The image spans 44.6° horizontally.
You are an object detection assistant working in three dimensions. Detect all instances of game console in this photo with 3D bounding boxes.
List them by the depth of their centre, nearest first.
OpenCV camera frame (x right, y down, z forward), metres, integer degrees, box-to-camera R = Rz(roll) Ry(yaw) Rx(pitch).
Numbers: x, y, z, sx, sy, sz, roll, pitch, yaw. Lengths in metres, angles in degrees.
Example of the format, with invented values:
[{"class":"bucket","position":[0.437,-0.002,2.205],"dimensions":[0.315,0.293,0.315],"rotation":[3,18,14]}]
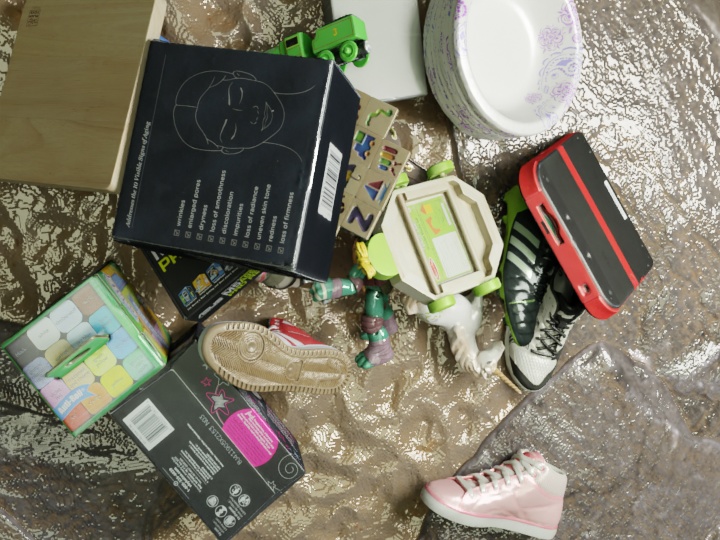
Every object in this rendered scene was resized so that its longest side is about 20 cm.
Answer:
[{"class":"game console","position":[0.272,-0.057,1.051],"dimensions":[0.031,0.176,0.202],"rotation":[-27,94,40]}]

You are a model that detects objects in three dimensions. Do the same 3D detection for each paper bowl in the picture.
[{"class":"paper bowl","position":[0.153,-0.253,1.009],"dimensions":[0.198,0.104,0.205],"rotation":[-3,94,-36]}]

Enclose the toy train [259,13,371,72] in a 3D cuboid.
[{"class":"toy train","position":[-0.077,-0.230,0.979],"dimensions":[0.197,0.042,0.058],"rotation":[-14,83,27]}]

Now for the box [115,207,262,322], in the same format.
[{"class":"box","position":[-0.154,-0.067,0.978],"dimensions":[0.199,0.044,0.161],"rotation":[-38,75,8]}]

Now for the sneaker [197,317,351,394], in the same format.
[{"class":"sneaker","position":[-0.115,0.091,1.001],"dimensions":[0.198,0.112,0.073],"rotation":[19,91,-39]}]

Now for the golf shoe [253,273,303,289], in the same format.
[{"class":"golf shoe","position":[-0.081,-0.079,1.036],"dimensions":[0.091,0.072,0.204],"rotation":[17,88,-44]}]

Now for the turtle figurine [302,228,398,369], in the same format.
[{"class":"turtle figurine","position":[0.000,0.000,1.009],"dimensions":[0.099,0.150,0.204],"rotation":[-1,116,28]}]

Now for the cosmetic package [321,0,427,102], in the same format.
[{"class":"cosmetic package","position":[0.011,-0.293,1.011],"dimensions":[0.104,0.090,0.205],"rotation":[-6,101,-8]}]

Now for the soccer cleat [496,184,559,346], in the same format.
[{"class":"soccer cleat","position":[0.207,-0.011,1.050],"dimensions":[0.080,0.067,0.204],"rotation":[-4,71,25]}]

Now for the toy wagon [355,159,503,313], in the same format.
[{"class":"toy wagon","position":[0.070,-0.032,0.972],"dimensions":[0.197,0.039,0.158],"rotation":[-18,82,-32]}]

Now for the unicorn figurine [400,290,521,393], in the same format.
[{"class":"unicorn figurine","position":[0.121,0.046,1.064],"dimensions":[0.197,0.074,0.140],"rotation":[23,85,-24]}]

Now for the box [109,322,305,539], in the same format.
[{"class":"box","position":[-0.175,0.185,1.020],"dimensions":[0.132,0.115,0.201],"rotation":[-39,100,-2]}]

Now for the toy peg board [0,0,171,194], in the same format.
[{"class":"toy peg board","position":[-0.282,-0.177,0.943],"dimensions":[0.197,0.097,0.203],"rotation":[8,82,29]}]

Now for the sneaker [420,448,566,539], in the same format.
[{"class":"sneaker","position":[0.174,0.268,1.109],"dimensions":[0.197,0.075,0.107],"rotation":[16,98,-19]}]

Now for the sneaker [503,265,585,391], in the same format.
[{"class":"sneaker","position":[0.234,0.056,1.089],"dimensions":[0.074,0.088,0.204],"rotation":[10,96,-12]}]

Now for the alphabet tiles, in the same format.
[{"class":"alphabet tiles","position":[-0.053,-0.121,0.929],"dimensions":[0.198,0.006,0.169],"rotation":[28,92,17]}]

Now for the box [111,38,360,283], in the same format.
[{"class":"box","position":[-0.119,-0.106,0.877],"dimensions":[0.193,0.124,0.204],"rotation":[10,86,14]}]

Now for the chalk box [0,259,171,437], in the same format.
[{"class":"chalk box","position":[-0.288,0.082,0.943],"dimensions":[0.124,0.200,0.125],"rotation":[-36,101,-3]}]

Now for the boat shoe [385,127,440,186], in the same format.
[{"class":"boat shoe","position":[0.028,-0.134,1.027],"dimensions":[0.199,0.072,0.060],"rotation":[39,96,-24]}]
